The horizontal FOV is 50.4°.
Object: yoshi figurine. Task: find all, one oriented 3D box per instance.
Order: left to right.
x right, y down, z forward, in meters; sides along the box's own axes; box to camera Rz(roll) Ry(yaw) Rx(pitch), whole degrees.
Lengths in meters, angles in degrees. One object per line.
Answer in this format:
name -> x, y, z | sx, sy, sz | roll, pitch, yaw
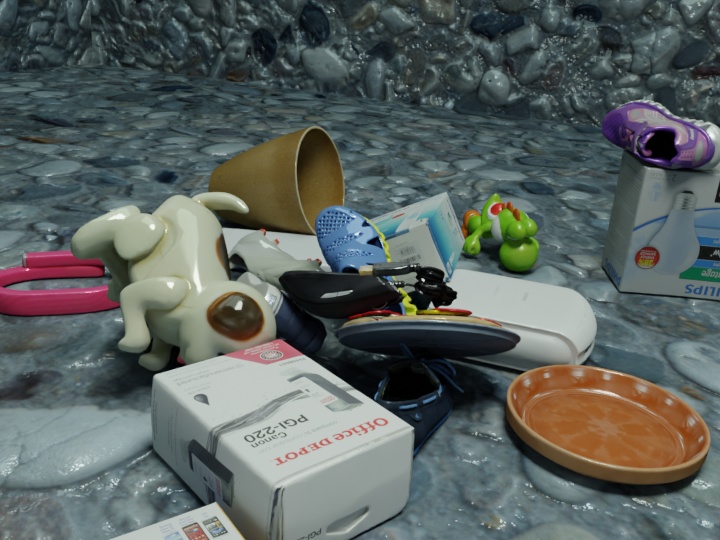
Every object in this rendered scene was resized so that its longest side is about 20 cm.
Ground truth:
yoshi figurine -> 0.237, -0.049, 1.274 | 0.112, 0.113, 0.200 | 42, -2, -13

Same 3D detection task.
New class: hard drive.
hard drive -> -0.132, -0.029, 1.198 | 0.199, 0.026, 0.132 | 5, 21, 3

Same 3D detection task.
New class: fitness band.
fitness band -> -0.395, 0.014, 1.014 | 0.199, 0.038, 0.144 | -4, 22, -17

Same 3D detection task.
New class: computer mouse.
computer mouse -> -0.001, 0.025, 0.806 | 0.199, 0.046, 0.140 | 3, -13, 11

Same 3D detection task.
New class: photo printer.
photo printer -> 0.192, 0.063, 0.958 | 0.199, 0.070, 0.166 | 11, 22, 17

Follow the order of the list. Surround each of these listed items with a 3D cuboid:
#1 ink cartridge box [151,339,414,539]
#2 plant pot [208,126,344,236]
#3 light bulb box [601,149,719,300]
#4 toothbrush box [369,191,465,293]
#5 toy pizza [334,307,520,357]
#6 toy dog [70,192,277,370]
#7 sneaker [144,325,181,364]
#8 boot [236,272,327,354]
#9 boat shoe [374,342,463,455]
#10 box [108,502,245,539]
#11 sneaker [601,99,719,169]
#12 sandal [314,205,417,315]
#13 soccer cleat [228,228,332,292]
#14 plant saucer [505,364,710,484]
ink cartridge box -> -0.072, 0.147, 0.662 | 0.145, 0.085, 0.200 | -13, 29, -39
plant pot -> -0.153, -0.143, 1.319 | 0.199, 0.188, 0.186 | -2, 16, 24
light bulb box -> 0.502, -0.071, 1.191 | 0.197, 0.201, 0.125 | 4, 22, 2
toothbrush box -> 0.058, -0.031, 1.076 | 0.146, 0.086, 0.200 | -19, 11, 19
toy pizza -> 0.071, 0.065, 0.824 | 0.199, 0.032, 0.200 | 2, -15, 1
toy dog -> -0.169, 0.028, 0.800 | 0.193, 0.140, 0.200 | -33, 63, -22
sneaker -> -0.221, 0.040, 0.911 | 0.074, 0.089, 0.200 | -1, 23, -18
boot -> -0.111, 0.058, 0.934 | 0.090, 0.073, 0.200 | 36, -7, -20
boat shoe -> 0.060, 0.121, 0.774 | 0.084, 0.069, 0.200 | 7, 18, 11
box -> -0.116, 0.227, 0.503 | 0.119, 0.042, 0.200 | -10, 27, -34
sneaker -> 0.426, -0.197, 1.128 | 0.088, 0.081, 0.200 | -17, 30, -26
sandal -> 0.000, 0.000, 0.932 | 0.201, 0.079, 0.087 | 58, 18, 23
soccer cleat -> -0.106, 0.010, 1.062 | 0.199, 0.070, 0.078 | 29, 61, 35
plant saucer -> 0.247, 0.156, 0.778 | 0.199, 0.033, 0.200 | 4, 21, -2
